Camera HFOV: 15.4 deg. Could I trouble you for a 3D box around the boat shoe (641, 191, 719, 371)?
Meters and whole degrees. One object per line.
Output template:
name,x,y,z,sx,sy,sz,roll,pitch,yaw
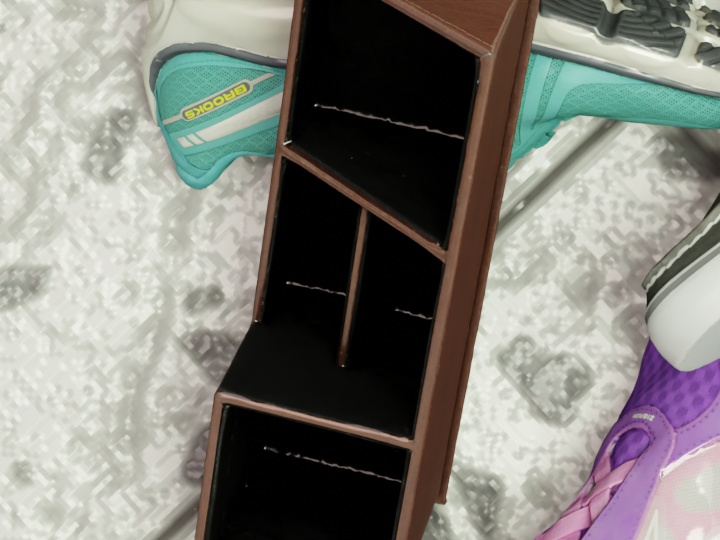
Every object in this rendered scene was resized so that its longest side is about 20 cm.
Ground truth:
boat shoe,0.149,-0.046,0.804,0.200,0.069,0.057,-39,75,-22

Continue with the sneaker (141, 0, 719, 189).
sneaker,0.029,-0.058,0.849,0.199,0.078,0.080,2,110,13

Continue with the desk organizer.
desk organizer,0.000,0.000,0.802,0.071,0.077,0.201,13,120,7

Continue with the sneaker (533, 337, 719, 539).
sneaker,0.078,0.097,0.814,0.088,0.080,0.201,17,86,-24
